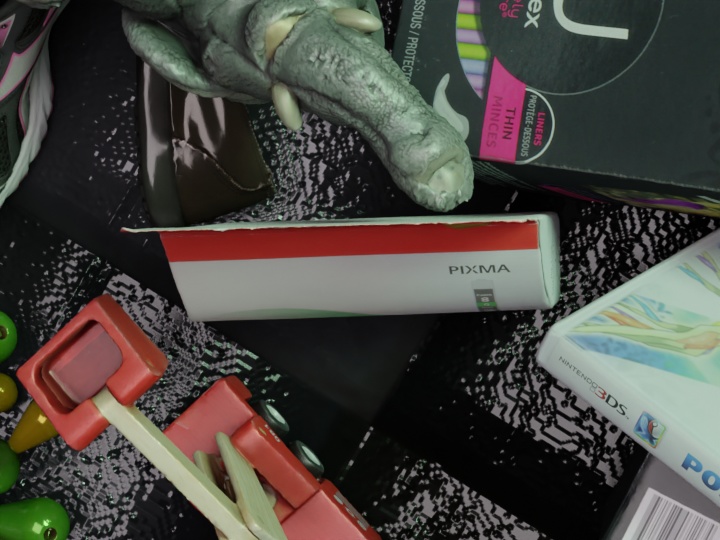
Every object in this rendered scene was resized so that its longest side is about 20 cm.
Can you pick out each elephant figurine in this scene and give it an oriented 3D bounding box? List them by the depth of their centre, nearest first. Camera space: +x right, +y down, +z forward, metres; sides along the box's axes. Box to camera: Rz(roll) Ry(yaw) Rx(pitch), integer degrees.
[{"bbox_3d":[-0.048,-0.117,0.874,0.200,0.156,0.141,38,141,-24],"label":"elephant figurine"}]

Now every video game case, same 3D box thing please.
[{"bbox_3d":[0.195,0.051,0.862,0.182,0.200,0.022,39,128,22],"label":"video game case"}]

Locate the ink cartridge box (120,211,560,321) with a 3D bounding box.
[{"bbox_3d":[0.000,0.000,0.897,0.160,0.200,0.050,-2,93,8],"label":"ink cartridge box"}]

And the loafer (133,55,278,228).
[{"bbox_3d":[-0.068,-0.119,0.976,0.071,0.073,0.201,-2,96,-2],"label":"loafer"}]

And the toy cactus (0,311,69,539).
[{"bbox_3d":[-0.217,0.115,0.994,0.164,0.102,0.201,9,101,17],"label":"toy cactus"}]

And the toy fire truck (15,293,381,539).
[{"bbox_3d":[-0.053,0.098,0.937,0.049,0.141,0.200,-43,86,7],"label":"toy fire truck"}]

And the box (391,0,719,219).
[{"bbox_3d":[0.124,-0.089,0.892,0.199,0.106,0.123,9,87,26],"label":"box"}]

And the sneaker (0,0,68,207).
[{"bbox_3d":[-0.178,-0.110,0.972,0.080,0.086,0.201,23,102,8],"label":"sneaker"}]

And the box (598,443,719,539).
[{"bbox_3d":[0.206,0.124,0.903,0.199,0.141,0.079,27,94,6],"label":"box"}]
